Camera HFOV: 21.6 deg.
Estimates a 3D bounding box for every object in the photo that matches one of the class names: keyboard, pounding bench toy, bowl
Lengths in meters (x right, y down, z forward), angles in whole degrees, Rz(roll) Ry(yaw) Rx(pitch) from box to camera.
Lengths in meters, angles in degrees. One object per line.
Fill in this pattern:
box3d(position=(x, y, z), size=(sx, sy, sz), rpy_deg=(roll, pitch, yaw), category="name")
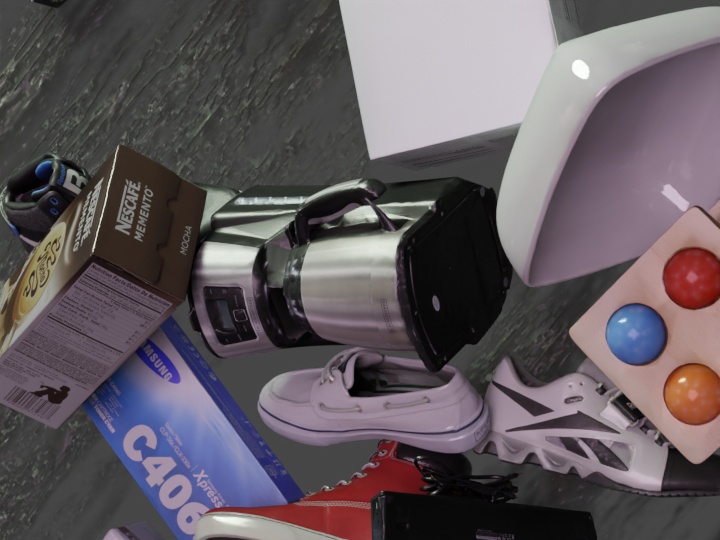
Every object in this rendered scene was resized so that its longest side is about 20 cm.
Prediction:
box3d(position=(0.086, 0.193, 1.355), size=(0.040, 0.199, 0.105), rpy_deg=(-19, 65, 52), category="keyboard")
box3d(position=(0.265, 0.065, 1.284), size=(0.200, 0.156, 0.124), rpy_deg=(46, 108, 10), category="pounding bench toy")
box3d(position=(0.181, -0.096, 1.289), size=(0.075, 0.199, 0.200), rpy_deg=(49, 139, 30), category="bowl")

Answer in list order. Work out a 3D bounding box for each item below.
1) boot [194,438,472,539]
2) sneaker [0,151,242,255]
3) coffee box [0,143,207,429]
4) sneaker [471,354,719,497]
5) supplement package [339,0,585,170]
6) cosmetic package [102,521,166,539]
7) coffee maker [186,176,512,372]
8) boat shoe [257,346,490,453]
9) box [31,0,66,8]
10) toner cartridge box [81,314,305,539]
box3d(position=(-0.018, 0.171, 1.398), size=(0.199, 0.073, 0.145), rpy_deg=(8, 48, -1), category="boot")
box3d(position=(-0.190, -0.047, 1.467), size=(0.199, 0.112, 0.073), rpy_deg=(-8, 58, 20), category="sneaker")
box3d(position=(-0.203, 0.015, 1.412), size=(0.080, 0.113, 0.200), rpy_deg=(28, 134, -21), category="coffee box")
box3d(position=(0.181, 0.110, 1.363), size=(0.199, 0.074, 0.089), rpy_deg=(12, 95, 19), category="sneaker")
box3d(position=(0.075, -0.190, 1.387), size=(0.155, 0.111, 0.201), rpy_deg=(-12, 84, 18), category="supplement package")
box3d(position=(-0.204, 0.308, 1.496), size=(0.102, 0.074, 0.200), rpy_deg=(40, 100, 15), category="cosmetic package")
box3d(position=(0.000, 0.000, 1.395), size=(0.199, 0.192, 0.135), rpy_deg=(0, 93, 34), category="coffee maker")
box3d(position=(0.004, 0.086, 1.406), size=(0.199, 0.074, 0.067), rpy_deg=(1, 129, 31), category="boat shoe")
box3d(position=(-0.251, -0.342, 1.536), size=(0.161, 0.049, 0.200), rpy_deg=(-38, 78, 16), category="box")
box3d(position=(-0.140, 0.132, 1.491), size=(0.095, 0.043, 0.200), rpy_deg=(-42, 76, 13), category="toner cartridge box")
